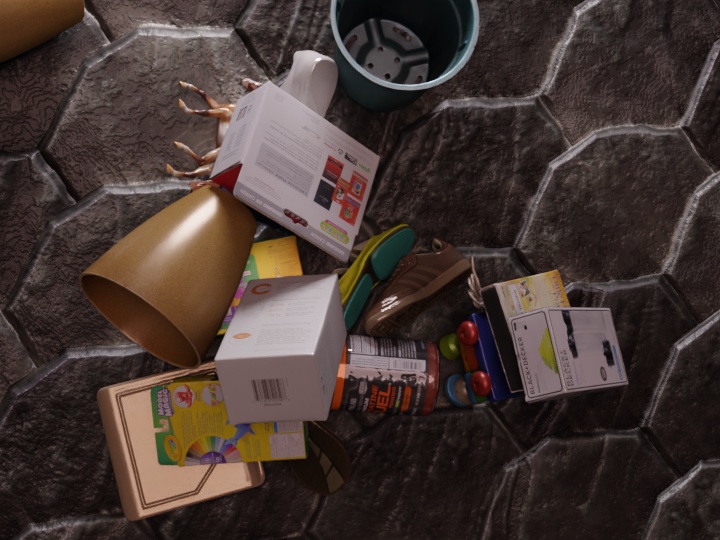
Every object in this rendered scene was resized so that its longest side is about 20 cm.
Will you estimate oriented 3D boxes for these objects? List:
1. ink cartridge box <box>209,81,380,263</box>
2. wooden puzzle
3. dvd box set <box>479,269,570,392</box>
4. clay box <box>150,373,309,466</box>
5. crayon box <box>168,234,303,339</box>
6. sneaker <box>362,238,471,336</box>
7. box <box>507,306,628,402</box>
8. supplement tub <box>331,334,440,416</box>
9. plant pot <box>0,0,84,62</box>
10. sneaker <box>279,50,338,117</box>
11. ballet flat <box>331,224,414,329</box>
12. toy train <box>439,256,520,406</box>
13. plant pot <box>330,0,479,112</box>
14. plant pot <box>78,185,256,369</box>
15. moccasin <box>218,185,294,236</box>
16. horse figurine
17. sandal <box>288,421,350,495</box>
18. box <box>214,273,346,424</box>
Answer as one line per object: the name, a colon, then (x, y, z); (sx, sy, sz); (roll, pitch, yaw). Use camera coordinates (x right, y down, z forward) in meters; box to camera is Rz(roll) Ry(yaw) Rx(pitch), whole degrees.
ink cartridge box: (-0.090, -0.119, 1.359); (0.200, 0.084, 0.176); (32, 61, -30)
wooden puzzle: (-0.247, 0.230, 1.404); (0.199, 0.037, 0.186); (-14, 85, -5)
dvd box set: (0.244, 0.080, 1.419); (0.029, 0.200, 0.147); (-20, 85, 35)
clay box: (-0.172, 0.195, 1.351); (0.199, 0.048, 0.115); (-3, 97, 4)
crayon box: (-0.176, 0.029, 1.425); (0.199, 0.058, 0.119); (-11, 84, -9)
sneaker: (0.066, 0.023, 1.443); (0.200, 0.071, 0.076); (-29, 66, -32)
box: (0.284, 0.112, 1.378); (0.200, 0.060, 0.117); (5, 71, -52)
supplement tub: (0.005, 0.143, 1.410); (0.199, 0.107, 0.107); (5, 82, -6)
plant pot: (-0.486, -0.368, 1.382); (0.199, 0.186, 0.187); (-17, 85, -23)
sneaker: (-0.098, -0.219, 1.468); (0.075, 0.088, 0.201); (12, 104, -45)
ballet flat: (0.000, 0.000, 1.442); (0.067, 0.067, 0.200); (18, 55, 31)
toy train: (0.153, 0.091, 1.437); (0.084, 0.116, 0.201); (-6, 77, -33)
plant pot: (0.046, -0.322, 1.431); (0.199, 0.196, 0.201); (1, 83, -8)
plant pot: (-0.227, -0.008, 1.316); (0.186, 0.186, 0.200); (35, 66, -2)
moccasin: (-0.110, -0.093, 1.441); (0.200, 0.068, 0.081); (23, 65, -27)
horse figurine: (-0.202, -0.187, 1.449); (0.132, 0.050, 0.201); (12, 72, -23)
sandal: (-0.087, 0.224, 1.411); (0.082, 0.055, 0.200); (-43, 99, 12)
box: (-0.095, 0.095, 1.286); (0.124, 0.200, 0.098); (-4, 118, 10)
